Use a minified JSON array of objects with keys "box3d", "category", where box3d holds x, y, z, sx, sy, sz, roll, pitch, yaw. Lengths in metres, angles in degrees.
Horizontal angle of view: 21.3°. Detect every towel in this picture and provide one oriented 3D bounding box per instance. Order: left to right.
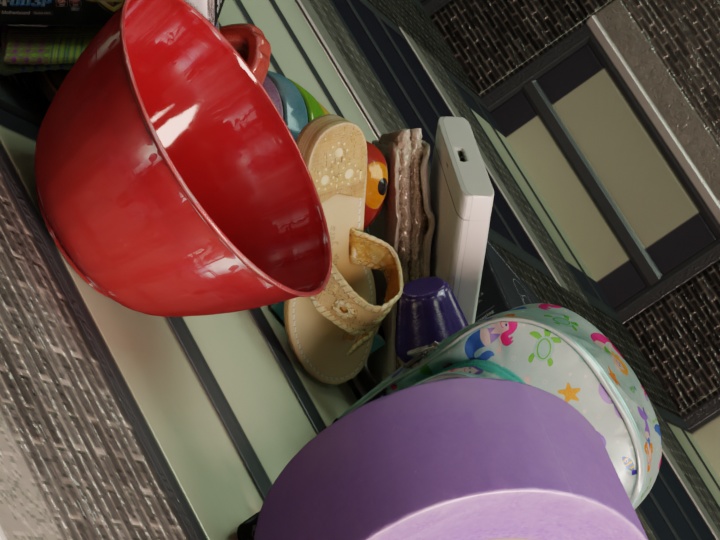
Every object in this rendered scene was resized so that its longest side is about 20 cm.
[{"box3d":[-0.162,-0.167,1.246,0.200,0.143,0.023,-105,-165,-62],"category":"towel"},{"box3d":[0.030,-0.008,1.460,0.133,0.034,0.201,-158,-111,-82],"category":"towel"}]

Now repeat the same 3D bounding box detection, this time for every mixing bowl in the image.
[{"box3d":[-0.115,-0.050,1.100,0.200,0.108,0.201,51,21,-29],"category":"mixing bowl"}]

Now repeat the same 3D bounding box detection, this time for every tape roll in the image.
[{"box3d":[0.049,0.158,0.995,0.200,0.199,0.085,46,15,-37],"category":"tape roll"}]

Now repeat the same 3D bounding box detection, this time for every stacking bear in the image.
[{"box3d":[-0.054,-0.080,1.363,0.200,0.113,0.122,24,71,-48],"category":"stacking bear"}]

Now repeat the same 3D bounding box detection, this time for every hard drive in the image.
[{"box3d":[0.064,0.005,1.422,0.132,0.026,0.201,-103,-163,-60],"category":"hard drive"}]

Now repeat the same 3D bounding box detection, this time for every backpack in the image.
[{"box3d":[0.090,0.122,1.253,0.178,0.200,0.150,58,15,7],"category":"backpack"}]

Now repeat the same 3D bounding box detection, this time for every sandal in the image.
[{"box3d":[-0.005,0.002,1.309,0.070,0.077,0.213,31,-46,45],"category":"sandal"}]

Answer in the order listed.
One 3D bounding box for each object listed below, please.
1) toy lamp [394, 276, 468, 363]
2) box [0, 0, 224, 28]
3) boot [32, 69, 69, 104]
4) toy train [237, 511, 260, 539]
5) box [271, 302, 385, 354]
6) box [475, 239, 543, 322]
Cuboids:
[{"box3d":[0.061,0.102,1.363,0.058,0.058,0.201,-93,174,-68],"category":"toy lamp"},{"box3d":[-0.162,-0.205,1.235,0.200,0.158,0.046,-85,176,-66],"category":"box"},{"box3d":[-0.163,-0.138,1.263,0.074,0.075,0.200,54,13,-16],"category":"boot"},{"box3d":[-0.029,0.139,1.117,0.034,0.046,0.200,68,15,3],"category":"toy train"},{"box3d":[-0.034,-0.008,1.478,0.082,0.049,0.200,49,13,-26],"category":"box"},{"box3d":[0.112,0.085,1.576,0.148,0.107,0.200,46,15,-37],"category":"box"}]
